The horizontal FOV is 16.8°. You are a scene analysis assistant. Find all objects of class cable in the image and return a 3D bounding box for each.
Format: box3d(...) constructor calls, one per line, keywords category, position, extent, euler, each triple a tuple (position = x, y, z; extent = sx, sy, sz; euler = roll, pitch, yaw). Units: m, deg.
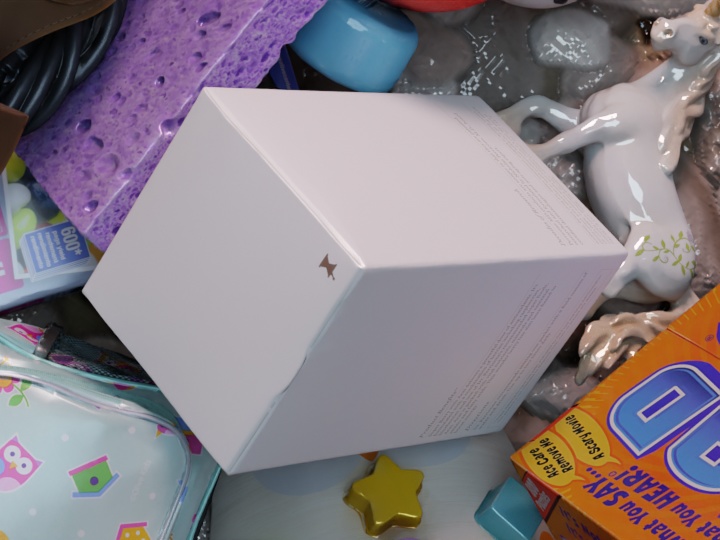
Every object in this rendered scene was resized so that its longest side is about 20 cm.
box3d(category="cable", position=(-0.183, -0.129, 1.149), extent=(0.162, 0.051, 0.201), euler=(-13, 62, 4))

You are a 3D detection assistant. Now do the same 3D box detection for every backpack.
box3d(category="backpack", position=(-0.173, 0.106, 1.109), extent=(0.199, 0.153, 0.177), euler=(20, 89, -1))

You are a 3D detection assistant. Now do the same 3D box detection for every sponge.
box3d(category="sponge", position=(-0.075, -0.109, 1.111), extent=(0.200, 0.112, 0.030), euler=(-50, 125, 3))

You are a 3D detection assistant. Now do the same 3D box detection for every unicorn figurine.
box3d(category="unicorn figurine", position=(0.131, -0.052, 1.224), extent=(0.136, 0.074, 0.202), euler=(-9, 99, -20))

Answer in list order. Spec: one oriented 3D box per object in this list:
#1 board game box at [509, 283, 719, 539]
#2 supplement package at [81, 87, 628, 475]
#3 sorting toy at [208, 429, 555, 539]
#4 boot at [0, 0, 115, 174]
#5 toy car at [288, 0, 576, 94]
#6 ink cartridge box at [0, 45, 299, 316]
box3d(category="board game box", position=(0.230, 0.130, 1.112), extent=(0.199, 0.200, 0.201), euler=(-38, 121, -11))
box3d(category="supplement package", position=(0.000, 0.000, 1.098), extent=(0.120, 0.199, 0.122), euler=(48, 119, 26))
box3d(category="sorting toy", position=(0.007, 0.118, 1.178), extent=(0.198, 0.107, 0.181), euler=(-12, 66, -11))
box3d(category="boot", position=(-0.190, -0.142, 1.081), extent=(0.154, 0.074, 0.201), euler=(26, 79, 28))
box3d(category="toy car", position=(0.075, -0.175, 1.180), extent=(0.199, 0.177, 0.185), euler=(19, 114, -31))
box3d(category="ink cartridge box", position=(-0.119, -0.058, 1.194), extent=(0.199, 0.042, 0.120), euler=(-17, 87, -13))
